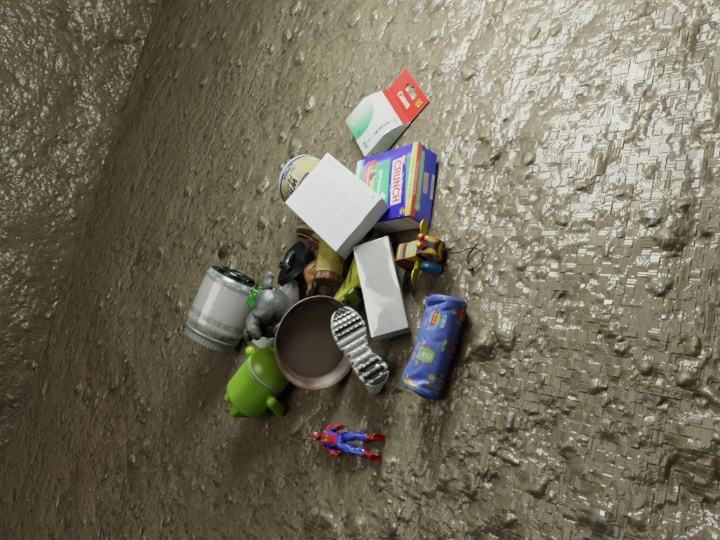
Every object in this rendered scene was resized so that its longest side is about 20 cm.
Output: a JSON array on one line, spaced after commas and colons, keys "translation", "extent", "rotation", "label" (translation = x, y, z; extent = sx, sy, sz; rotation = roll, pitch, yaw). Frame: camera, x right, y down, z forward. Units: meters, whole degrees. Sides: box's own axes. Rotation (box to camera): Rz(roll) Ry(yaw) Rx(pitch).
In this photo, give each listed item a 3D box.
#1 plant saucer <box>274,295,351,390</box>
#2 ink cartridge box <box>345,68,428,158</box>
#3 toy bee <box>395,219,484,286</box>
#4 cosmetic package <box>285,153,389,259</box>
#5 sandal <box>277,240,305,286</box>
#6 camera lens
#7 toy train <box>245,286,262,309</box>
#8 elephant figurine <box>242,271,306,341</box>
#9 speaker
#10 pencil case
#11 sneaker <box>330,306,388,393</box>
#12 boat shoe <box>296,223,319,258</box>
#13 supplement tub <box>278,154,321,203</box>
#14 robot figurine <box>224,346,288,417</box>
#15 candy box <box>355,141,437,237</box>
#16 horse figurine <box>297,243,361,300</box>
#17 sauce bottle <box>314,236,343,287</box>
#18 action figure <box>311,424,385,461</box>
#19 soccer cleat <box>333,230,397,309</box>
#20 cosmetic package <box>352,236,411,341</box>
[{"translation": [-0.096, 0.156, 1.404], "extent": [0.032, 0.197, 0.204], "rotation": [7, 77, 65], "label": "plant saucer"}, {"translation": [0.060, -0.389, 1.589], "extent": [0.200, 0.050, 0.162], "rotation": [-48, 44, 24], "label": "ink cartridge box"}, {"translation": [0.133, -0.047, 1.307], "extent": [0.198, 0.108, 0.133], "rotation": [-29, 51, 36], "label": "toy bee"}, {"translation": [-0.054, -0.145, 1.427], "extent": [0.151, 0.052, 0.200], "rotation": [-49, 57, 3], "label": "cosmetic package"}, {"translation": [-0.175, -0.021, 1.576], "extent": [0.076, 0.043, 0.201], "rotation": [-37, 20, 12], "label": "sandal"}, {"translation": [-0.370, 0.101, 1.748], "extent": [0.159, 0.158, 0.203], "rotation": [26, 92, 49], "label": "camera lens"}, {"translation": [-0.192, 0.115, 1.556], "extent": [0.199, 0.042, 0.057], "rotation": [38, 114, 6], "label": "toy train"}, {"translation": [-0.155, 0.130, 1.473], "extent": [0.156, 0.197, 0.143], "rotation": [113, 180, -60], "label": "elephant figurine"}, {"translation": [-0.193, 0.103, 1.615], "extent": [0.202, 0.080, 0.081], "rotation": [-55, 42, 14], "label": "speaker"}, {"translation": [0.139, 0.140, 1.234], "extent": [0.085, 0.078, 0.204], "rotation": [15, 83, 20], "label": "pencil case"}, {"translation": [-0.006, 0.169, 1.360], "extent": [0.074, 0.082, 0.202], "rotation": [-22, 60, -10], "label": "sneaker"}, {"translation": [-0.099, -0.064, 1.598], "extent": [0.198, 0.072, 0.073], "rotation": [20, 88, 42], "label": "boat shoe"}, {"translation": [-0.103, -0.194, 1.603], "extent": [0.199, 0.143, 0.146], "rotation": [34, 98, 49], "label": "supplement tub"}, {"translation": [-0.245, 0.270, 1.564], "extent": [0.201, 0.115, 0.177], "rotation": [-50, 50, 21], "label": "robot figurine"}, {"translation": [0.070, -0.176, 1.456], "extent": [0.198, 0.076, 0.173], "rotation": [-7, 70, 45], "label": "candy box"}, {"translation": [-0.074, 0.014, 1.510], "extent": [0.196, 0.050, 0.135], "rotation": [-18, 84, 22], "label": "horse figurine"}, {"translation": [-0.062, -0.067, 1.465], "extent": [0.065, 0.065, 0.204], "rotation": [-11, 64, 44], "label": "sauce bottle"}, {"translation": [-0.036, 0.356, 1.354], "extent": [0.198, 0.051, 0.067], "rotation": [-8, 70, 48], "label": "action figure"}, {"translation": [0.001, 0.000, 1.450], "extent": [0.083, 0.065, 0.201], "rotation": [39, 92, 35], "label": "soccer cleat"}, {"translation": [0.045, 0.039, 1.359], "extent": [0.081, 0.051, 0.204], "rotation": [-14, 70, 9], "label": "cosmetic package"}]
